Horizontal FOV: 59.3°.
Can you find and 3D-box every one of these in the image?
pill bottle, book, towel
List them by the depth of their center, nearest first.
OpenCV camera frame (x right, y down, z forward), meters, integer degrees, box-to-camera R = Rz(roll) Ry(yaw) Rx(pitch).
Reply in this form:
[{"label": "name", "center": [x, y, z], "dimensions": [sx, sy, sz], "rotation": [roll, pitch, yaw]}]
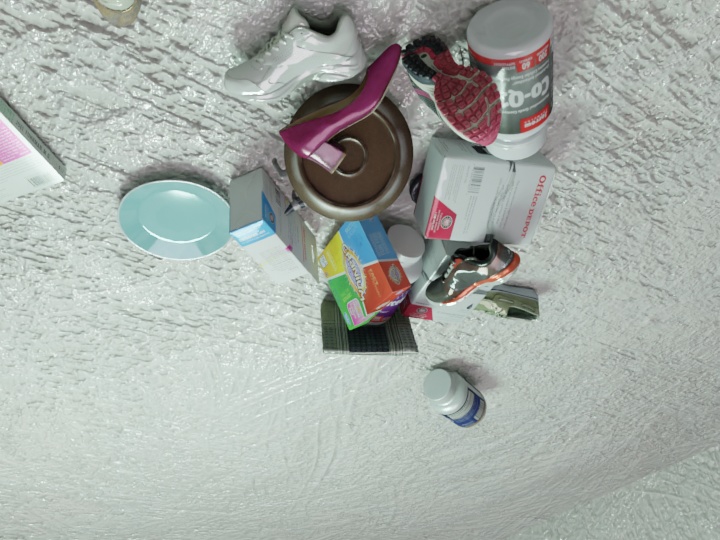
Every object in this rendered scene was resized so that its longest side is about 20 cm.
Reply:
[{"label": "pill bottle", "center": [0.214, -0.261, 0.890], "dimensions": [0.111, 0.116, 0.201], "rotation": [-14, 142, 8]}, {"label": "book", "center": [-0.541, -0.184, 0.906], "dimensions": [0.131, 0.049, 0.201], "rotation": [-16, 143, 6]}, {"label": "pill bottle", "center": [0.047, 0.008, 1.205], "dimensions": [0.110, 0.114, 0.201], "rotation": [8, 140, -20]}, {"label": "towel", "center": [0.013, 0.116, 1.273], "dimensions": [0.188, 0.201, 0.035], "rotation": [0, 115, -4]}, {"label": "pill bottle", "center": [0.245, 0.334, 1.663], "dimensions": [0.110, 0.113, 0.200], "rotation": [-26, 139, 22]}]

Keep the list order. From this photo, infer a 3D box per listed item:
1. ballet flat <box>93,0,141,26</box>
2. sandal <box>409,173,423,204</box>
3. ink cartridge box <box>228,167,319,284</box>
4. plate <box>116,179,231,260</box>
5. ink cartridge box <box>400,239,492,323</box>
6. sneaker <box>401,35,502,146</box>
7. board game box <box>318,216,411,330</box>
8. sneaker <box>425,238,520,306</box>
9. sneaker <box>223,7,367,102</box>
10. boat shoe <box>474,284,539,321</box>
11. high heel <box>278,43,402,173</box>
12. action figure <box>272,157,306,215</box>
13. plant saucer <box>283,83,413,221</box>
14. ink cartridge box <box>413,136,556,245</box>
[{"label": "ballet flat", "center": [-0.282, -0.355, 0.714], "dimensions": [0.066, 0.068, 0.202], "rotation": [4, 141, -14]}, {"label": "sandal", "center": [0.174, -0.122, 1.128], "dimensions": [0.198, 0.043, 0.076], "rotation": [28, 118, -26]}, {"label": "ink cartridge box", "center": [-0.144, -0.061, 1.078], "dimensions": [0.067, 0.117, 0.201], "rotation": [-19, 141, 15]}, {"label": "plate", "center": [-0.313, -0.090, 1.085], "dimensions": [0.195, 0.026, 0.202], "rotation": [-5, 142, -4]}, {"label": "ink cartridge box", "center": [0.177, 0.009, 1.242], "dimensions": [0.142, 0.085, 0.201], "rotation": [9, 140, -21]}, {"label": "sneaker", "center": [0.127, -0.235, 0.846], "dimensions": [0.080, 0.202, 0.075], "rotation": [-30, 144, 2]}, {"label": "board game box", "center": [0.000, 0.000, 1.116], "dimensions": [0.040, 0.155, 0.200], "rotation": [-19, 166, -29]}, {"label": "sneaker", "center": [0.177, -0.006, 1.090], "dimensions": [0.082, 0.078, 0.198], "rotation": [42, 134, -21]}, {"label": "sneaker", "center": [-0.094, -0.293, 0.836], "dimensions": [0.196, 0.079, 0.100], "rotation": [-19, 136, -2]}, {"label": "boat shoe", "center": [0.305, 0.071, 1.376], "dimensions": [0.195, 0.063, 0.073], "rotation": [4, 141, -14]}, {"label": "high heel", "center": [-0.027, -0.238, 0.867], "dimensions": [0.095, 0.068, 0.202], "rotation": [31, 103, -13]}, {"label": "action figure", "center": [-0.026, -0.133, 1.021], "dimensions": [0.189, 0.106, 0.201], "rotation": [-8, 144, 8]}, {"label": "plant saucer", "center": [-0.017, -0.171, 0.937], "dimensions": [0.195, 0.032, 0.205], "rotation": [0, 105, -1]}, {"label": "ink cartridge box", "center": [0.203, -0.129, 1.050], "dimensions": [0.195, 0.084, 0.148], "rotation": [3, 121, -15]}]
